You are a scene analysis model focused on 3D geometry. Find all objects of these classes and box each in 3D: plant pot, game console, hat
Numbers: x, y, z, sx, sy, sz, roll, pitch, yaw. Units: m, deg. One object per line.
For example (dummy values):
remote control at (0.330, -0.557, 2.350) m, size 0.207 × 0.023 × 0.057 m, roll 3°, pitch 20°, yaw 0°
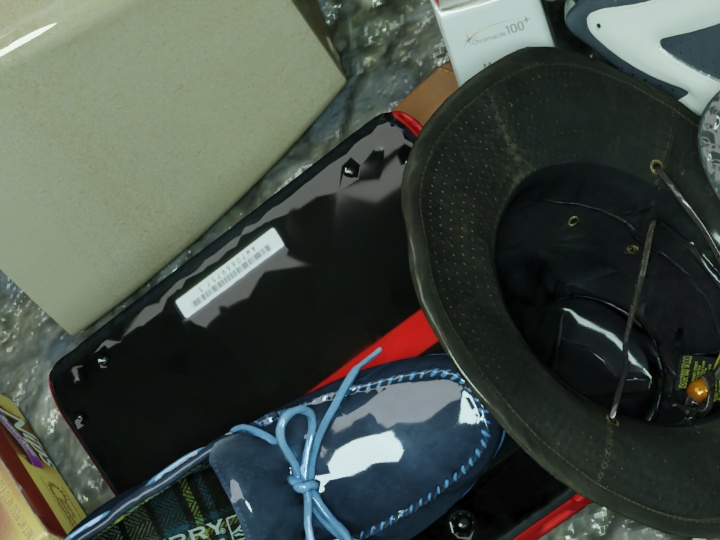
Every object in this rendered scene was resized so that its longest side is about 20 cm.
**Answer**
plant pot at (-0.122, -0.125, 1.086) m, size 0.177 × 0.200 × 0.200 m, roll -26°, pitch 55°, yaw 9°
game console at (-0.011, 0.060, 0.969) m, size 0.200 × 0.031 × 0.177 m, roll -37°, pitch 79°, yaw 14°
hat at (0.084, 0.016, 0.891) m, size 0.081 × 0.200 × 0.201 m, roll -33°, pitch 49°, yaw 51°

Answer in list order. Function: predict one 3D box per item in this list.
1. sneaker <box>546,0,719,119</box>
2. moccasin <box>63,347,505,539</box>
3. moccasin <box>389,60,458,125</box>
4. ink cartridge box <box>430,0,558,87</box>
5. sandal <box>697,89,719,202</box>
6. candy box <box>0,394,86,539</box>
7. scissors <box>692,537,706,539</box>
sneaker at (0.125, -0.132, 0.914) m, size 0.129 × 0.199 × 0.080 m, roll 6°, pitch 43°, yaw 30°
moccasin at (-0.034, 0.097, 0.924) m, size 0.200 × 0.068 × 0.081 m, roll -31°, pitch 81°, yaw 15°
moccasin at (0.001, 0.001, 1.015) m, size 0.201 × 0.074 × 0.078 m, roll -39°, pitch 43°, yaw 1°
ink cartridge box at (0.038, -0.159, 0.956) m, size 0.043 × 0.174 × 0.200 m, roll -16°, pitch 38°, yaw 6°
sandal at (0.190, 0.016, 0.871) m, size 0.075 × 0.048 × 0.201 m, roll -25°, pitch 78°, yaw 21°
candy box at (-0.220, 0.159, 1.096) m, size 0.200 × 0.056 × 0.117 m, roll -47°, pitch 51°, yaw 9°
scissors at (0.092, 0.188, 0.827) m, size 0.073 × 0.014 × 0.201 m, roll -14°, pitch 61°, yaw 30°
